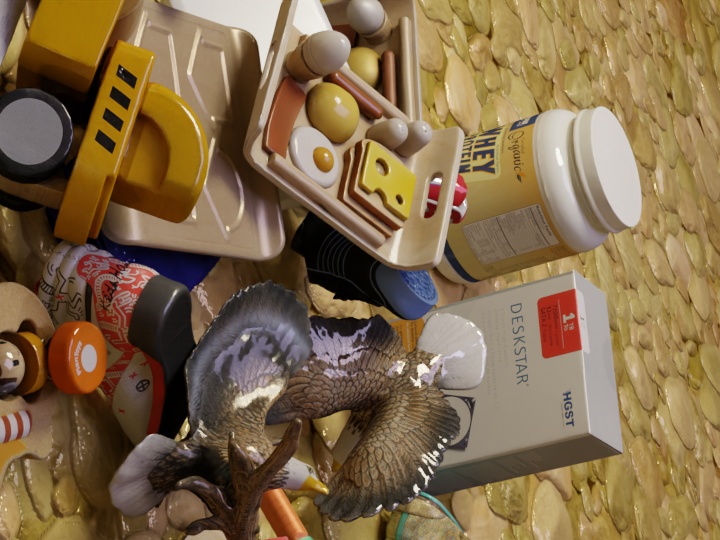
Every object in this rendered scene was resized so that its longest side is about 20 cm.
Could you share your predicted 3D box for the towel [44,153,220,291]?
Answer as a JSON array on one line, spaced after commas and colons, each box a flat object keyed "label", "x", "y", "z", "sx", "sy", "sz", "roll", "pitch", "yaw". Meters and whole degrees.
[{"label": "towel", "x": -0.162, "y": -0.047, "z": 1.498, "sx": 0.149, "sy": 0.049, "sz": 0.200, "roll": 67, "pitch": 29, "yaw": -22}]

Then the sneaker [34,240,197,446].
[{"label": "sneaker", "x": -0.173, "y": 0.052, "z": 1.390, "sx": 0.068, "sy": 0.107, "sz": 0.202, "roll": -59, "pitch": 166, "yaw": -30}]

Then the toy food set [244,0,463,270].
[{"label": "toy food set", "x": 0.000, "y": -0.108, "z": 1.549, "sx": 0.199, "sy": 0.060, "sz": 0.145, "roll": 36, "pitch": 47, "yaw": -30}]

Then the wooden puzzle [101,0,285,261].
[{"label": "wooden puzzle", "x": -0.139, "y": -0.101, "z": 1.467, "sx": 0.199, "sy": 0.046, "sz": 0.187, "roll": 5, "pitch": 73, "yaw": -57}]

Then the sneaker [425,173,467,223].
[{"label": "sneaker", "x": 0.024, "y": -0.082, "z": 1.802, "sx": 0.200, "sy": 0.112, "sz": 0.072, "roll": 29, "pitch": 50, "yaw": -55}]

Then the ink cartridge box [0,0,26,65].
[{"label": "ink cartridge box", "x": -0.264, "y": -0.175, "z": 1.305, "sx": 0.044, "sy": 0.093, "sz": 0.201, "roll": 49, "pitch": 35, "yaw": -34}]

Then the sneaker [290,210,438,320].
[{"label": "sneaker", "x": 0.000, "y": 0.000, "z": 1.660, "sx": 0.070, "sy": 0.078, "sz": 0.200, "roll": 36, "pitch": 11, "yaw": -31}]

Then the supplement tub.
[{"label": "supplement tub", "x": 0.166, "y": -0.077, "z": 1.981, "sx": 0.144, "sy": 0.198, "sz": 0.146, "roll": 40, "pitch": 41, "yaw": -49}]

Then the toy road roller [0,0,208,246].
[{"label": "toy road roller", "x": -0.161, "y": -0.114, "z": 1.320, "sx": 0.123, "sy": 0.145, "sz": 0.202, "roll": 139, "pitch": -31, "yaw": -75}]

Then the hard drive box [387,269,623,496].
[{"label": "hard drive box", "x": 0.127, "y": 0.105, "z": 1.807, "sx": 0.077, "sy": 0.198, "sz": 0.157, "roll": 32, "pitch": 48, "yaw": -54}]

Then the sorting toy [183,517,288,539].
[{"label": "sorting toy", "x": -0.064, "y": 0.273, "z": 1.383, "sx": 0.200, "sy": 0.070, "sz": 0.199, "roll": 41, "pitch": 30, "yaw": 1}]

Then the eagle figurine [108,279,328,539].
[{"label": "eagle figurine", "x": -0.088, "y": 0.119, "z": 1.404, "sx": 0.151, "sy": 0.151, "sz": 0.201, "roll": 56, "pitch": 11, "yaw": -29}]

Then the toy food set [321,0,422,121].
[{"label": "toy food set", "x": -0.024, "y": -0.160, "z": 1.709, "sx": 0.060, "sy": 0.142, "sz": 0.202, "roll": 46, "pitch": 38, "yaw": -57}]

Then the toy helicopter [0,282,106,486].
[{"label": "toy helicopter", "x": -0.237, "y": 0.102, "z": 1.238, "sx": 0.132, "sy": 0.078, "sz": 0.202, "roll": 43, "pitch": 52, "yaw": -56}]

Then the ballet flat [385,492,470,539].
[{"label": "ballet flat", "x": 0.081, "y": 0.264, "z": 1.793, "sx": 0.200, "sy": 0.070, "sz": 0.071, "roll": 44, "pitch": 39, "yaw": -47}]

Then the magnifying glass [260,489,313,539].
[{"label": "magnifying glass", "x": -0.039, "y": 0.228, "z": 1.527, "sx": 0.022, "sy": 0.080, "sz": 0.201, "roll": -18, "pitch": 68, "yaw": -34}]

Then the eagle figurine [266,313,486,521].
[{"label": "eagle figurine", "x": 0.010, "y": 0.113, "z": 1.645, "sx": 0.200, "sy": 0.150, "sz": 0.153, "roll": -12, "pitch": 108, "yaw": -69}]

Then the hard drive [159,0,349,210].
[{"label": "hard drive", "x": -0.068, "y": -0.150, "z": 1.629, "sx": 0.131, "sy": 0.027, "sz": 0.201, "roll": -16, "pitch": 74, "yaw": -27}]
